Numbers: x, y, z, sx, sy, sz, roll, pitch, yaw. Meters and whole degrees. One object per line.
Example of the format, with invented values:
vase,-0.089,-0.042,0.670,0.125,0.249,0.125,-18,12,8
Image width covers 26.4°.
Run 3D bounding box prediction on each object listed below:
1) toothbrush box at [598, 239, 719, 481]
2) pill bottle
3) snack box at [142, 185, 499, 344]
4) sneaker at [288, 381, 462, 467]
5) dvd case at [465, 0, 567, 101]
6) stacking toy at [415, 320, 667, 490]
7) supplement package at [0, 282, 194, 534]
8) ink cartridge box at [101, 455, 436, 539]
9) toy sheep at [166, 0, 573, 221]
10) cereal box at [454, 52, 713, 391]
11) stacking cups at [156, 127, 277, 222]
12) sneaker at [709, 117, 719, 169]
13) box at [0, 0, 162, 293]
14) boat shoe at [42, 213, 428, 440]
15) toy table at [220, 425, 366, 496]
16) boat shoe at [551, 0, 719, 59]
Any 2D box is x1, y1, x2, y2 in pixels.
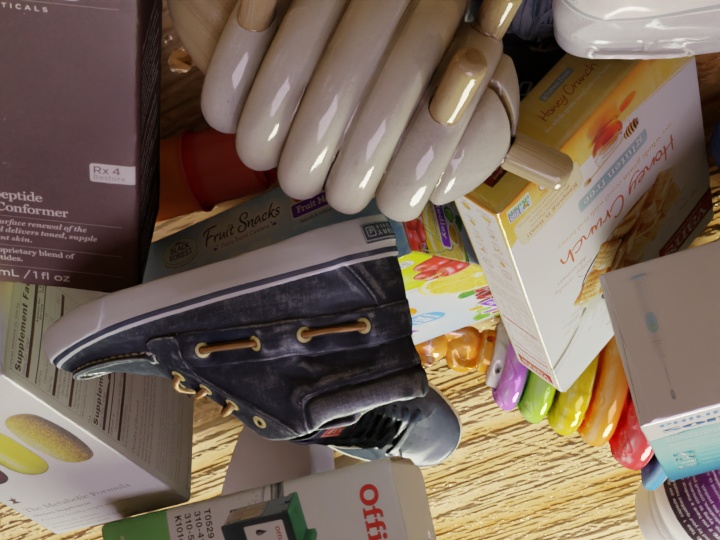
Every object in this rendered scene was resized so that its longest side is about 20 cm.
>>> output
toothbrush box,0.219,0.045,0.834,0.146,0.085,0.200,-17,162,12
pill bottle,0.292,0.145,1.116,0.112,0.113,0.200,17,143,-26
snack box,0.000,0.000,0.859,0.168,0.068,0.200,-21,163,26
sneaker,-0.013,0.092,1.003,0.200,0.085,0.075,23,102,-22
dvd case,0.043,-0.121,0.769,0.150,0.025,0.200,1,146,-3
stacking toy,0.122,0.062,1.004,0.200,0.116,0.110,12,148,-1
supplement package,-0.205,0.074,0.979,0.114,0.110,0.200,-17,144,22
ink cartridge box,-0.049,0.211,0.992,0.200,0.146,0.084,-15,168,10
toy sheep,0.004,-0.087,0.678,0.200,0.138,0.138,31,144,2
cereal box,0.124,-0.036,0.809,0.144,0.040,0.200,-48,148,-11
stacking cups,-0.145,-0.037,0.853,0.200,0.061,0.061,-13,146,17
sneaker,0.263,-0.032,0.874,0.200,0.075,0.088,19,142,-28
box,-0.147,-0.083,0.733,0.100,0.075,0.200,6,133,-1
boat shoe,-0.065,0.044,0.740,0.200,0.091,0.071,-18,175,27
toy table,-0.025,0.188,1.124,0.117,0.184,0.200,8,114,-32
boat shoe,0.184,-0.131,0.704,0.200,0.072,0.069,-13,153,-10
